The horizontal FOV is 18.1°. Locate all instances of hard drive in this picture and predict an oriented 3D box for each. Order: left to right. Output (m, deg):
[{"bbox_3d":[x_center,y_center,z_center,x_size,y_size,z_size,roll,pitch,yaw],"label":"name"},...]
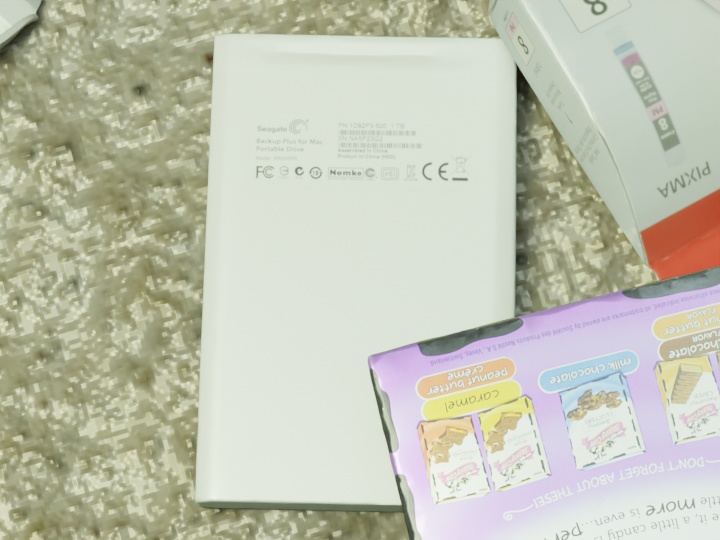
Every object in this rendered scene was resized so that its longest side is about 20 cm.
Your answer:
[{"bbox_3d":[0.000,0.000,0.954,0.131,0.026,0.202,1,77,1],"label":"hard drive"}]

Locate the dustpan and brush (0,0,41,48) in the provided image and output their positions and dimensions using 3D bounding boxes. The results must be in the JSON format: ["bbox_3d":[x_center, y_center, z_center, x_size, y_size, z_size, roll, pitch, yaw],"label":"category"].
[{"bbox_3d":[-0.253,-0.097,0.962,0.140,0.057,0.200,43,81,10],"label":"dustpan and brush"}]

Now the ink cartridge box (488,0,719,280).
[{"bbox_3d":[0.172,-0.071,0.948,0.162,0.057,0.201,-28,74,-14],"label":"ink cartridge box"}]

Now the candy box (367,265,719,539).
[{"bbox_3d":[0.106,0.113,0.870,0.166,0.072,0.201,-13,78,2],"label":"candy box"}]
